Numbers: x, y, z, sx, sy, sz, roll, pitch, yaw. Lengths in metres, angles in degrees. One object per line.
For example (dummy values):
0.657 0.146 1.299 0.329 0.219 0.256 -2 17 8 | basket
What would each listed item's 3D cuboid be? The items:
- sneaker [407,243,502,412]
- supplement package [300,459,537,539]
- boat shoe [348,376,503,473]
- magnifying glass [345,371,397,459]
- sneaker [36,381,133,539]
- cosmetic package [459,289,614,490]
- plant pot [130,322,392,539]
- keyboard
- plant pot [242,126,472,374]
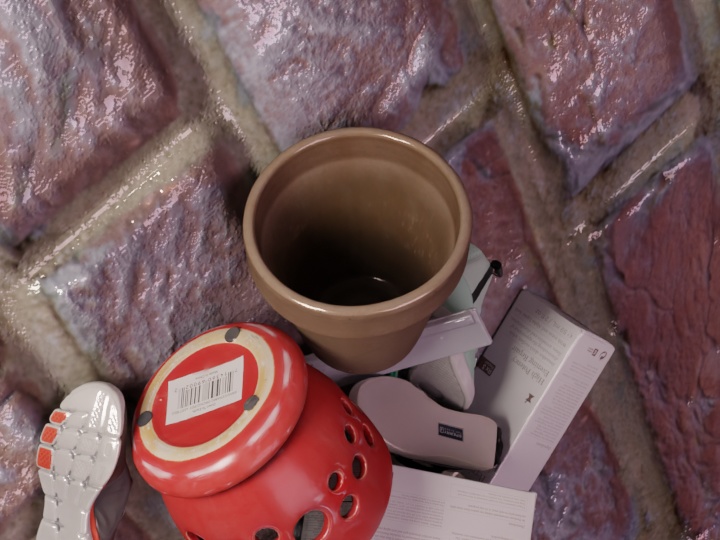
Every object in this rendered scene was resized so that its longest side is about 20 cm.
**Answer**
0.101 0.057 1.749 0.119 0.073 0.201 -59 160 -29 | sneaker
0.046 0.300 1.696 0.189 0.147 0.202 13 78 -20 | supplement package
0.044 0.163 1.738 0.199 0.092 0.075 25 61 -36 | boat shoe
-0.007 0.160 1.758 0.079 0.022 0.202 -9 123 -37 | magnifying glass
-0.239 0.182 1.553 0.082 0.076 0.202 -30 140 -61 | sneaker
0.169 0.134 1.837 0.074 0.101 0.201 26 97 -46 | cosmetic package
-0.095 0.164 1.557 0.200 0.200 0.183 -45 132 -8 | plant pot
0.024 0.079 1.661 0.198 0.011 0.056 -16 142 14 | keyboard
0.000 0.000 1.562 0.199 0.200 0.175 -35 152 -18 | plant pot
